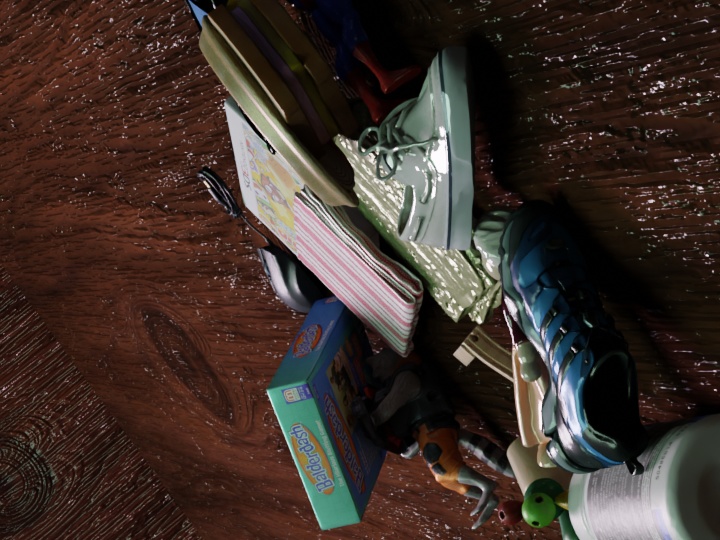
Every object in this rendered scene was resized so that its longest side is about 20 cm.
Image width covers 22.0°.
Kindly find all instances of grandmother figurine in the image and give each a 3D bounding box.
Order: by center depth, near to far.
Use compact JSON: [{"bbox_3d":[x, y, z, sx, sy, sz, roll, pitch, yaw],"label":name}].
[{"bbox_3d":[0.129,0.047,1.401,0.121,0.060,0.202,-85,-21,-71],"label":"grandmother figurine"}]

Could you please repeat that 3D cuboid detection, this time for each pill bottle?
[{"bbox_3d":[0.231,0.166,1.345,0.114,0.114,0.200,52,162,-4],"label":"pill bottle"}]

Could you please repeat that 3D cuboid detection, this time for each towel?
[{"bbox_3d":[0.048,-0.045,1.515,0.200,0.036,0.149,48,163,7],"label":"towel"},{"bbox_3d":[0.000,0.000,1.656,0.146,0.030,0.200,45,167,11],"label":"towel"}]

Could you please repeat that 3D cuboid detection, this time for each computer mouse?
[{"bbox_3d":[-0.107,-0.026,1.891,0.200,0.034,0.059,50,171,-21],"label":"computer mouse"}]

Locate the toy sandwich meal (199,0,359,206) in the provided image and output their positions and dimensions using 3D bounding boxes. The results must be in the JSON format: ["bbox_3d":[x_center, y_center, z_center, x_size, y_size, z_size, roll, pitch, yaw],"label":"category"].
[{"bbox_3d":[-0.049,-0.137,1.400,0.206,0.070,0.205,51,-175,-6],"label":"toy sandwich meal"}]

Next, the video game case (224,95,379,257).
[{"bbox_3d":[-0.052,-0.055,1.761,0.200,0.023,0.183,43,161,24],"label":"video game case"}]

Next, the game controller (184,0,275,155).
[{"bbox_3d":[-0.111,-0.188,1.617,0.104,0.042,0.201,28,150,51],"label":"game controller"}]

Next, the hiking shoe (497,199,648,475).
[{"bbox_3d":[0.160,0.044,1.313,0.086,0.074,0.202,-13,94,62],"label":"hiking shoe"}]

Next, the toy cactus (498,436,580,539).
[{"bbox_3d":[0.168,0.208,1.514,0.199,0.102,0.165,23,-156,-44],"label":"toy cactus"}]

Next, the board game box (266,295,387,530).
[{"bbox_3d":[-0.023,0.132,1.780,0.200,0.045,0.153,-62,-45,-65],"label":"board game box"}]

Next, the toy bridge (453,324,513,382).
[{"bbox_3d":[0.163,0.121,1.538,0.200,0.027,0.067,43,162,5],"label":"toy bridge"}]

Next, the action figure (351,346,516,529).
[{"bbox_3d":[0.076,0.154,1.797,0.194,0.104,0.200,54,-171,14],"label":"action figure"}]

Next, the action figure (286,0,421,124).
[{"bbox_3d":[-0.027,-0.201,1.374,0.200,0.051,0.066,51,158,19],"label":"action figure"}]

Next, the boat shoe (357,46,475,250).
[{"bbox_3d":[0.040,-0.086,1.334,0.203,0.085,0.075,87,-176,-58],"label":"boat shoe"}]
